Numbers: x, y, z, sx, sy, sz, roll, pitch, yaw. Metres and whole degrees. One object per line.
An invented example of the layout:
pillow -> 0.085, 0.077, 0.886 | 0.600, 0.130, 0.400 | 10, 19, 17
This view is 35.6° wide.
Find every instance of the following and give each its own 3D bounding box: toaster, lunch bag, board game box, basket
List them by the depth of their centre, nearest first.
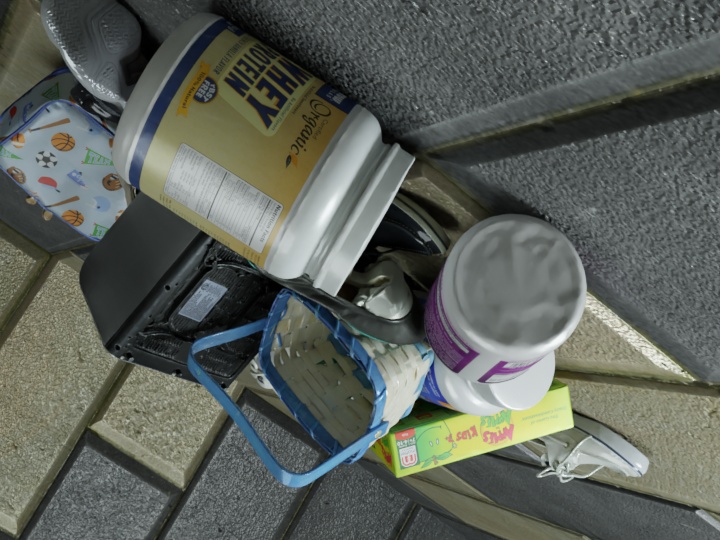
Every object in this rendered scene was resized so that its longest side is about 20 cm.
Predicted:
basket -> -0.040, 0.103, 1.052 | 0.177, 0.198, 0.140 | 47, 134, 28
toaster -> -0.150, 0.002, 1.095 | 0.180, 0.200, 0.119 | 26, -160, -53
board game box -> 0.112, 0.155, 1.178 | 0.101, 0.196, 0.049 | -154, 52, -73
lunch bag -> -0.299, -0.127, 1.258 | 0.159, 0.076, 0.199 | -30, 130, 27

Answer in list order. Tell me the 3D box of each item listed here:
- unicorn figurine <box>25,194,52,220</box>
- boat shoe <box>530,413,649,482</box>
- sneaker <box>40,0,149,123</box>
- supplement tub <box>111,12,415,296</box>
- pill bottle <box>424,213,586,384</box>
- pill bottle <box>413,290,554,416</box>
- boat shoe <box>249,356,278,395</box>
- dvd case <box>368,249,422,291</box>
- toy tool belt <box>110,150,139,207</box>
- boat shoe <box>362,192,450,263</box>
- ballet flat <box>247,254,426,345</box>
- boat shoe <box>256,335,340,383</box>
unicorn figurine -> -0.371, -0.136, 1.429 | 0.197, 0.139, 0.074 | 7, 147, 28
boat shoe -> 0.237, 0.212, 1.328 | 0.200, 0.087, 0.075 | 26, 166, 25
sneaker -> -0.235, -0.185, 1.009 | 0.113, 0.076, 0.200 | 18, 163, 37
supplement tub -> -0.071, -0.085, 0.849 | 0.198, 0.146, 0.144 | 31, 167, 0
pill bottle -> 0.111, 0.032, 0.925 | 0.111, 0.113, 0.200 | 31, 166, 3
pill bottle -> 0.101, 0.083, 1.124 | 0.112, 0.113, 0.199 | 38, 166, -27
boat shoe -> -0.115, 0.121, 1.468 | 0.071, 0.066, 0.200 | 28, 166, 19
dvd case -> 0.000, 0.000, 1.260 | 0.199, 0.018, 0.142 | 39, 166, -25
toy tool belt -> -0.171, -0.064, 1.182 | 0.122, 0.125, 0.201 | 21, 150, 36
boat shoe -> -0.002, -0.043, 1.024 | 0.198, 0.063, 0.075 | 20, 161, 37
ballet flat -> -0.009, 0.009, 0.989 | 0.198, 0.069, 0.068 | 25, 144, -22
boat shoe -> -0.043, 0.137, 1.329 | 0.198, 0.069, 0.072 | 29, -158, 14
